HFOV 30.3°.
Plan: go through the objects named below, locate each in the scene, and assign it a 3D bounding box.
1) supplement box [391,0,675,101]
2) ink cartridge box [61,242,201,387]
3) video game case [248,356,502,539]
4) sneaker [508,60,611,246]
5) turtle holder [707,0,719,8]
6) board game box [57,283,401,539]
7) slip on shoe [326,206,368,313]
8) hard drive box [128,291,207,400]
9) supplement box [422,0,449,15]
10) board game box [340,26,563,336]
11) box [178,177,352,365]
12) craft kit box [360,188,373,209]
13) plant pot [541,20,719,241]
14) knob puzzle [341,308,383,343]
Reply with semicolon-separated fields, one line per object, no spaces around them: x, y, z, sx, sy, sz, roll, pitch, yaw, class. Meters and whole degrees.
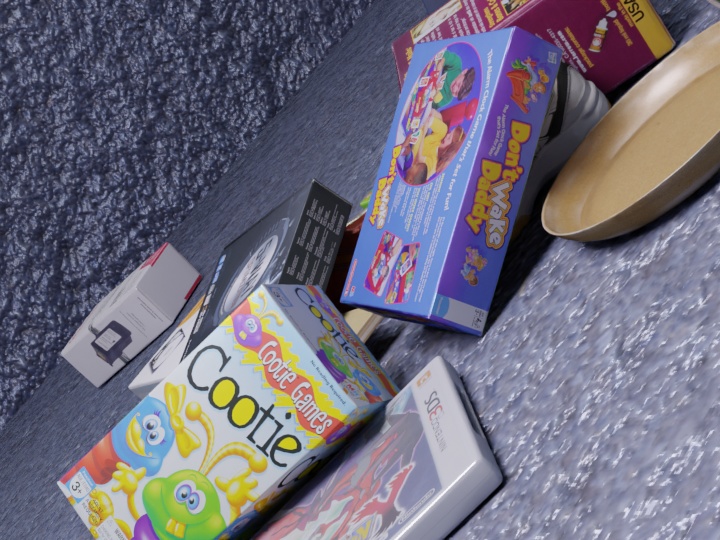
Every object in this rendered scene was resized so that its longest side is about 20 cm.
0.133;-0.181;1.074;0.199;0.103;0.131;-34;26;15;supplement box
-0.358;0.070;2.083;0.199;0.084;0.145;-38;14;30;ink cartridge box
-0.008;0.149;0.780;0.200;0.023;0.182;-45;12;7;video game case
0.097;-0.077;0.999;0.200;0.088;0.076;-50;14;-10;sneaker
0.264;-0.209;0.751;0.141;0.184;0.133;36;-107;-77;turtle holder
-0.085;0.113;0.892;0.200;0.105;0.103;-43;-15;13;board game box
0.000;0.000;1.134;0.200;0.074;0.061;-42;27;19;slip on shoe
-0.130;0.075;1.311;0.156;0.077;0.200;-52;14;-23;hard drive box
0.124;-0.314;1.250;0.133;0.202;0.200;-22;7;20;supplement box
0.060;-0.062;0.933;0.134;0.044;0.202;8;81;63;board game box
-0.089;0.042;1.099;0.160;0.043;0.202;-32;33;49;box
0.104;-0.131;1.255;0.198;0.049;0.200;-48;12;-17;craft kit box
0.196;-0.088;0.838;0.200;0.027;0.200;-44;13;13;plant pot
-0.066;0.114;1.073;0.220;0.030;0.220;-44;13;13;knob puzzle
